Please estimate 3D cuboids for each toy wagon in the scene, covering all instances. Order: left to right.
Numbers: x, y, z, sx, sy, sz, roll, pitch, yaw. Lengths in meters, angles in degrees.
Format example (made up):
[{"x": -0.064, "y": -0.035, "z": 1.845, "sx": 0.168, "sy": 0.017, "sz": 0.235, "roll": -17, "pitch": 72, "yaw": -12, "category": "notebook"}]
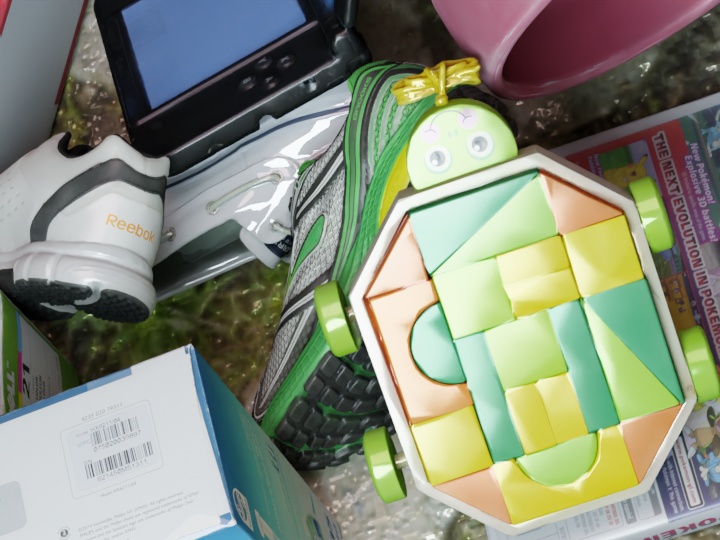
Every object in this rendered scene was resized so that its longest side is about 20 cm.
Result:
[{"x": 0.060, "y": 0.010, "z": 1.107, "sx": 0.154, "sy": 0.040, "sz": 0.201, "roll": -18, "pitch": 101, "yaw": 4, "category": "toy wagon"}]

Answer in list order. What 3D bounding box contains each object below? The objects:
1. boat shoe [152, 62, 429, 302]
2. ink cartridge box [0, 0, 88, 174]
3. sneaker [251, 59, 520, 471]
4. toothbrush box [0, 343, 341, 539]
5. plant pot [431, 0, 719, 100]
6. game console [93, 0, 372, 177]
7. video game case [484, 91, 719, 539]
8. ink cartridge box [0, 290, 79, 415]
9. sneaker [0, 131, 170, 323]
[{"x": -0.044, "y": -0.031, "z": 1.241, "sx": 0.199, "sy": 0.074, "sz": 0.067, "roll": -23, "pitch": 62, "yaw": 21, "category": "boat shoe"}, {"x": -0.256, "y": -0.112, "z": 1.338, "sx": 0.199, "sy": 0.084, "sz": 0.145, "roll": 6, "pitch": 67, "yaw": 20, "category": "ink cartridge box"}, {"x": 0.000, "y": 0.000, "z": 1.183, "sx": 0.085, "sy": 0.078, "sz": 0.201, "roll": 35, "pitch": 105, "yaw": 42, "category": "sneaker"}, {"x": -0.094, "y": 0.129, "z": 1.097, "sx": 0.146, "sy": 0.200, "sz": 0.086, "roll": -21, "pitch": 59, "yaw": 9, "category": "toothbrush box"}, {"x": 0.094, "y": -0.204, "z": 1.147, "sx": 0.199, "sy": 0.200, "sz": 0.179, "roll": -32, "pitch": 77, "yaw": 1, "category": "plant pot"}, {"x": -0.064, "y": -0.166, "z": 1.240, "sx": 0.175, "sy": 0.117, "sz": 0.200, "roll": -29, "pitch": 32, "yaw": 5, "category": "game console"}, {"x": 0.127, "y": 0.025, "z": 1.178, "sx": 0.181, "sy": 0.023, "sz": 0.201, "roll": -18, "pitch": 59, "yaw": 9, "category": "video game case"}, {"x": -0.229, "y": 0.052, "z": 1.179, "sx": 0.147, "sy": 0.200, "sz": 0.076, "roll": -11, "pitch": 61, "yaw": 12, "category": "ink cartridge box"}, {"x": -0.147, "y": -0.021, "z": 1.222, "sx": 0.200, "sy": 0.074, "sz": 0.080, "roll": 1, "pitch": 73, "yaw": 53, "category": "sneaker"}]
